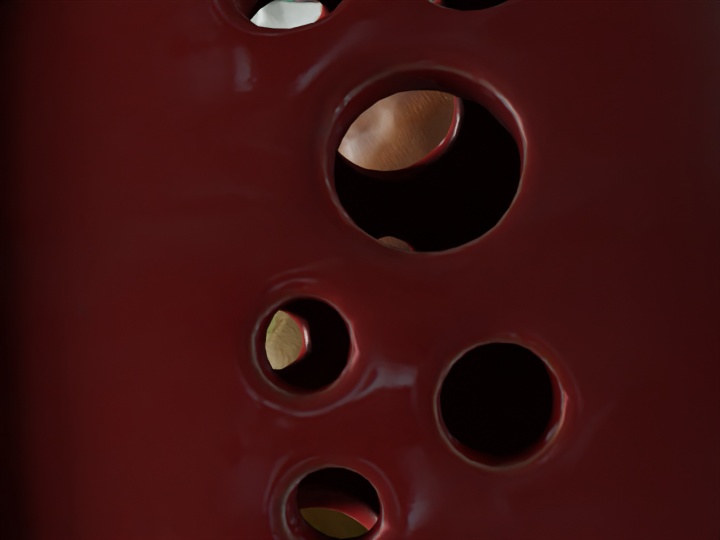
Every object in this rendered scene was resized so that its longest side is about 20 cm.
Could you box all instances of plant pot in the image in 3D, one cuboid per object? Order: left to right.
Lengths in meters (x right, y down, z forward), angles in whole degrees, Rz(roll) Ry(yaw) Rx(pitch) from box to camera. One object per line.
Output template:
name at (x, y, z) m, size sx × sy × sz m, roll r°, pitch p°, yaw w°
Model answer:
plant pot at (-0.019, 0.015, 0.469) m, size 0.200 × 0.182 × 0.201 m, roll 174°, pitch 90°, yaw -87°

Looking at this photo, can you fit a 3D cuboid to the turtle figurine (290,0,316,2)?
turtle figurine at (-0.022, -0.075, 1.017) m, size 0.200 × 0.100 × 0.151 m, roll 27°, pitch -113°, yaw -79°

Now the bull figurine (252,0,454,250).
bull figurine at (0.000, 0.000, 0.783) m, size 0.065 × 0.121 × 0.201 m, roll -38°, pitch -41°, yaw -56°

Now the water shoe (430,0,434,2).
water shoe at (0.001, -0.055, 0.827) m, size 0.072 × 0.079 × 0.201 m, roll -105°, pitch 12°, yaw -69°

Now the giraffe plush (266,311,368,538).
giraffe plush at (-0.016, 0.069, 0.669) m, size 0.200 × 0.172 × 0.163 m, roll 4°, pitch 73°, yaw 52°
